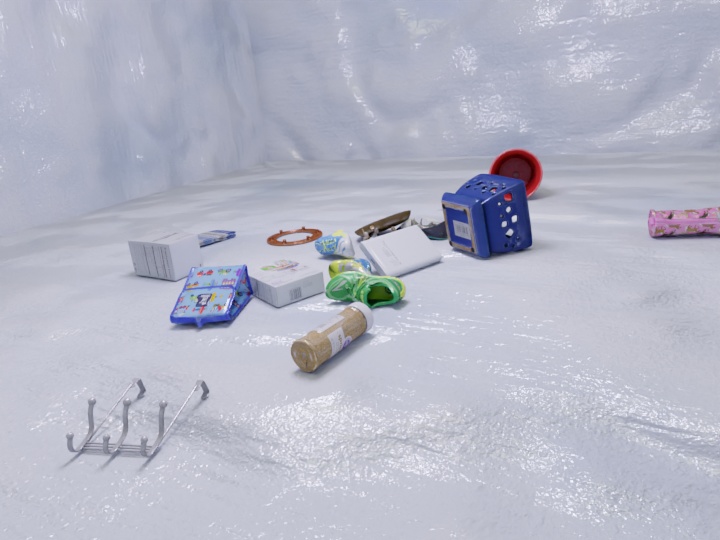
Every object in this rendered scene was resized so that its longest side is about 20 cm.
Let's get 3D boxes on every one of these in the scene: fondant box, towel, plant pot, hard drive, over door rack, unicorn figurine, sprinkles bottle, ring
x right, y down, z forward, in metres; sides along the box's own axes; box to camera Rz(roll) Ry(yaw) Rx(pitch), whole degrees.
[{"bbox_3d":[-0.206,0.028,1.552,0.144,0.059,0.199,-19,23,-32],"label":"fondant box"},{"bbox_3d":[-0.575,-0.116,2.166,0.146,0.024,0.199,8,21,43],"label":"towel"},{"bbox_3d":[0.077,-0.149,1.935,0.199,0.028,0.200,-22,-2,-1],"label":"plant pot"},{"bbox_3d":[0.112,-0.052,1.623,0.199,0.026,0.132,-18,58,-32],"label":"hard drive"},{"bbox_3d":[0.603,-0.373,2.296,0.199,0.202,0.177,-1,9,15],"label":"plant pot"},{"bbox_3d":[-0.370,0.230,0.988,0.146,0.067,0.200,-1,19,14],"label":"over door rack"},{"bbox_3d":[0.351,-0.150,1.686,0.179,0.201,0.200,-22,22,-21],"label":"plant pot"},{"bbox_3d":[0.062,-0.088,1.763,0.199,0.074,0.138,24,-16,20],"label":"unicorn figurine"},{"bbox_3d":[-0.053,0.129,1.178,0.068,0.069,0.200,7,23,34],"label":"sprinkles bottle"},{"bbox_3d":[-0.233,-0.124,2.078,0.199,0.019,0.201,-7,18,2],"label":"ring"}]

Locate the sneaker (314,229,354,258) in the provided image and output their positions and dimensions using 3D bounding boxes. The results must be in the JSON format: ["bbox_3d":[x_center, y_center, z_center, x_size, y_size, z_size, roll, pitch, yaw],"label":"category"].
[{"bbox_3d":[-0.079,-0.068,1.773,0.104,0.076,0.200,-19,12,-5],"label":"sneaker"}]

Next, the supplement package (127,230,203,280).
[{"bbox_3d":[-0.601,-0.049,1.821,0.199,0.118,0.117,6,21,33],"label":"supplement package"}]

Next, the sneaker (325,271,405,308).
[{"bbox_3d":[0.006,0.046,1.398,0.198,0.075,0.084,0,15,17],"label":"sneaker"}]

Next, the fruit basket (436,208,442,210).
[{"bbox_3d":[0.390,-0.205,2.035,0.184,0.095,0.199,9,8,38],"label":"fruit basket"}]

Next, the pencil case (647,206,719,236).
[{"bbox_3d":[0.896,-0.134,1.619,0.198,0.087,0.083,0,49,18],"label":"pencil case"}]

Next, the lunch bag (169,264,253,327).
[{"bbox_3d":[-0.368,0.077,1.450,0.149,0.095,0.200,-3,31,8],"label":"lunch bag"}]

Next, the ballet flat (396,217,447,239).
[{"bbox_3d":[0.188,-0.138,1.896,0.199,0.074,0.073,3,20,26],"label":"ballet flat"}]

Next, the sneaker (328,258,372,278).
[{"bbox_3d":[0.000,0.000,1.535,0.104,0.076,0.200,-16,20,-28],"label":"sneaker"}]
